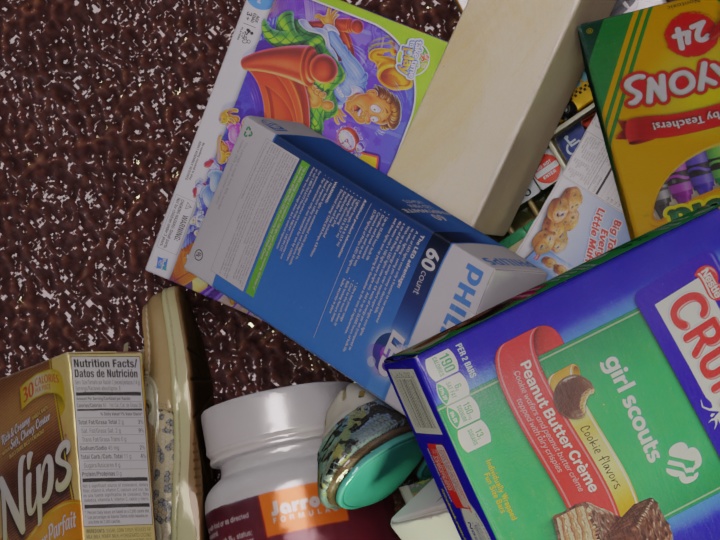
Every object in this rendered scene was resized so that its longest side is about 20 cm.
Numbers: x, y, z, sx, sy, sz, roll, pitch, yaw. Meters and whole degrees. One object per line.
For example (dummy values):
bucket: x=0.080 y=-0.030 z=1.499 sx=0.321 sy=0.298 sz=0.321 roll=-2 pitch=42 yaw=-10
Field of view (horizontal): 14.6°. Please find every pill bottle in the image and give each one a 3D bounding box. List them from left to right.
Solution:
pill bottle: x=-0.030 y=0.173 z=1.675 sx=0.114 sy=0.114 sz=0.200 roll=-13 pitch=80 yaw=3

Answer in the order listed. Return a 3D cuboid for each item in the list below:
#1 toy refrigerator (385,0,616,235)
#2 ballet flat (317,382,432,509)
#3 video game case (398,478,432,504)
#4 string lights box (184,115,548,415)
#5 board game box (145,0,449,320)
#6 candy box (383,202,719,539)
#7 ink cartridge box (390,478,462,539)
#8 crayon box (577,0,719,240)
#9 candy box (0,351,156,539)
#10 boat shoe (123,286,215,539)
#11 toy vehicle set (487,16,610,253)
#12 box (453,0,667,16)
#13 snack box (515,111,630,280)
toy refrigerator: x=0.089 y=-0.126 z=1.664 sx=0.070 sy=0.076 sz=0.200 roll=28 pitch=98 yaw=17
ballet flat: x=0.016 y=0.094 z=1.636 sx=0.074 sy=0.200 sz=0.074 roll=1 pitch=91 yaw=28
video game case: x=0.107 y=0.145 z=1.716 sx=0.143 sy=0.018 sz=0.200 roll=-25 pitch=79 yaw=0
string lights box: x=0.000 y=0.000 z=1.621 sx=0.200 sy=0.059 sz=0.103 roll=33 pitch=107 yaw=32
board game box: x=-0.033 y=-0.068 z=1.721 sx=0.134 sy=0.045 sz=0.200 roll=23 pitch=96 yaw=18
candy box: x=0.139 y=0.079 z=1.485 sx=0.200 sy=0.077 sz=0.169 roll=-26 pitch=95 yaw=-15
ink cartridge box: x=0.138 y=0.166 z=1.577 sx=0.146 sy=0.084 sz=0.200 roll=-42 pitch=98 yaw=-26
crayon box: x=0.206 y=-0.065 z=1.590 sx=0.127 sy=0.051 sz=0.200 roll=-14 pitch=58 yaw=3
candy box: x=-0.172 y=0.156 z=1.689 sx=0.055 sy=0.115 sz=0.200 roll=0 pitch=78 yaw=-33
boat shoe: x=-0.124 y=0.110 z=1.717 sx=0.063 sy=0.073 sz=0.200 roll=-4 pitch=83 yaw=8
toy vehicle set: x=0.085 y=-0.074 z=1.719 sx=0.200 sy=0.027 sz=0.124 roll=-34 pitch=79 yaw=15
box: x=0.123 y=-0.170 z=1.759 sx=0.119 sy=0.041 sz=0.200 roll=-25 pitch=81 yaw=1
snack box: x=0.134 y=-0.009 z=1.673 sx=0.072 sy=0.024 sz=0.200 roll=32 pitch=99 yaw=17
